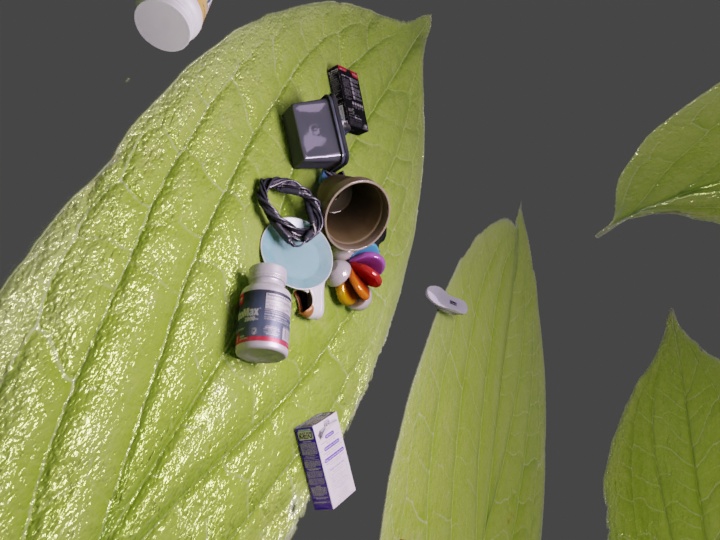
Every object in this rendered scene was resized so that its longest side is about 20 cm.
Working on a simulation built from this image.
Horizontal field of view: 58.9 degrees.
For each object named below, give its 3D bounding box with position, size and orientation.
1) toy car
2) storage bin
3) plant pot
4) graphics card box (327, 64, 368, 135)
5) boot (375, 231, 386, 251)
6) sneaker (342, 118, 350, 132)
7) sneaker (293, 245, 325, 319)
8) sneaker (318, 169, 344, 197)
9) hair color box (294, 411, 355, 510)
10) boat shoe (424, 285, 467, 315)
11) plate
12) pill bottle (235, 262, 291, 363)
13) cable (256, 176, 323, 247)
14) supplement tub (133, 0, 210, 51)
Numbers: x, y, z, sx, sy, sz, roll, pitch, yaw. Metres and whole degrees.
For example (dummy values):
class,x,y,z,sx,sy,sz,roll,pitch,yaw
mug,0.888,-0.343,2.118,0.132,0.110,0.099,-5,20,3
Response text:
class,x,y,z,sx,sy,sz,roll,pitch,yaw
toy car,0.000,0.000,1.801,0.175,0.147,0.203,47,40,-38
storage bin,-0.135,-0.373,1.765,0.132,0.145,0.205,-10,86,-31
plant pot,-0.039,-0.182,1.762,0.200,0.199,0.174,48,0,-37
graphics card box,-0.039,-0.549,2.066,0.125,0.050,0.205,-4,80,-60
boot,0.033,-0.126,1.935,0.163,0.072,0.202,-61,153,-51
sneaker,-0.079,-0.420,1.874,0.078,0.075,0.200,56,-5,-10
sneaker,-0.134,0.021,1.641,0.084,0.071,0.205,17,65,-58
sneaker,-0.049,-0.249,1.901,0.198,0.070,0.085,33,56,-46
hair color box,-0.085,0.460,1.549,0.109,0.064,0.205,-14,91,-59
boat shoe,0.305,0.116,2.350,0.197,0.065,0.074,20,62,-30
plate,-0.162,-0.040,1.607,0.196,0.026,0.205,15,57,-23
pill bottle,-0.215,0.094,1.429,0.119,0.117,0.205,33,50,-49
cable,-0.176,-0.165,1.611,0.201,0.051,0.163,48,51,-5
supplement tub,-0.400,-0.591,1.382,0.145,0.142,0.204,44,43,-41
